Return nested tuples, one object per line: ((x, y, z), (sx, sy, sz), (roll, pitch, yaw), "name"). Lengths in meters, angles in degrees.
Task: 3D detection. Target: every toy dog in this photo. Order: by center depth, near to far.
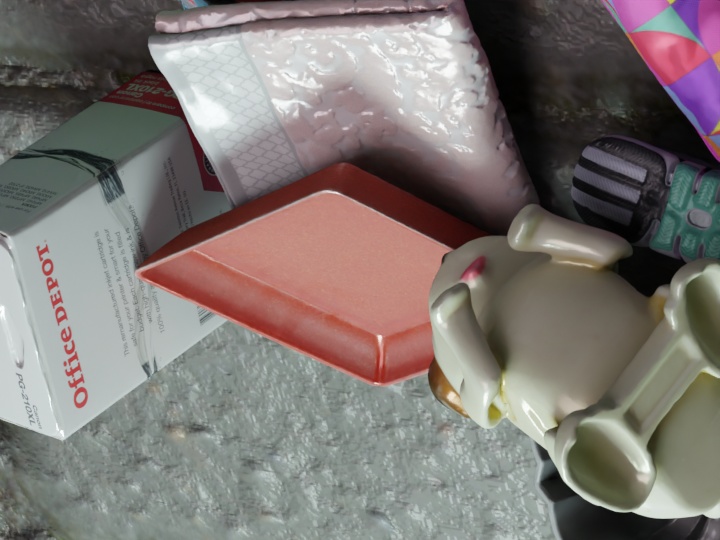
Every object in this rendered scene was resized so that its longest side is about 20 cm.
((0.119, 0.043, 1.592), (0.200, 0.140, 0.194), (29, 175, 46), "toy dog")

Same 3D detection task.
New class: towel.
((-0.006, -0.082, 1.681), (0.190, 0.032, 0.200), (-1, 144, 19), "towel")

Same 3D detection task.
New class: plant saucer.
((0.000, 0.000, 1.741), (0.199, 0.037, 0.200), (25, 152, -31), "plant saucer")

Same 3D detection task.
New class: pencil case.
((0.170, -0.144, 1.540), (0.200, 0.088, 0.088), (50, 136, -3), "pencil case")

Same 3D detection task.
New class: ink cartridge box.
((-0.157, -0.011, 1.796), (0.084, 0.200, 0.145), (13, 127, 40), "ink cartridge box")

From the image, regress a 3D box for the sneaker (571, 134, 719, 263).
((0.217, -0.025, 1.593), (0.199, 0.087, 0.075), (29, 109, 24), "sneaker")

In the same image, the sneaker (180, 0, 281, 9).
((-0.085, -0.148, 1.738), (0.200, 0.079, 0.095), (53, 138, -6), "sneaker")

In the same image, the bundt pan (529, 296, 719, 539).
((0.190, 0.104, 1.678), (0.201, 0.076, 0.203), (22, 119, 46), "bundt pan")
